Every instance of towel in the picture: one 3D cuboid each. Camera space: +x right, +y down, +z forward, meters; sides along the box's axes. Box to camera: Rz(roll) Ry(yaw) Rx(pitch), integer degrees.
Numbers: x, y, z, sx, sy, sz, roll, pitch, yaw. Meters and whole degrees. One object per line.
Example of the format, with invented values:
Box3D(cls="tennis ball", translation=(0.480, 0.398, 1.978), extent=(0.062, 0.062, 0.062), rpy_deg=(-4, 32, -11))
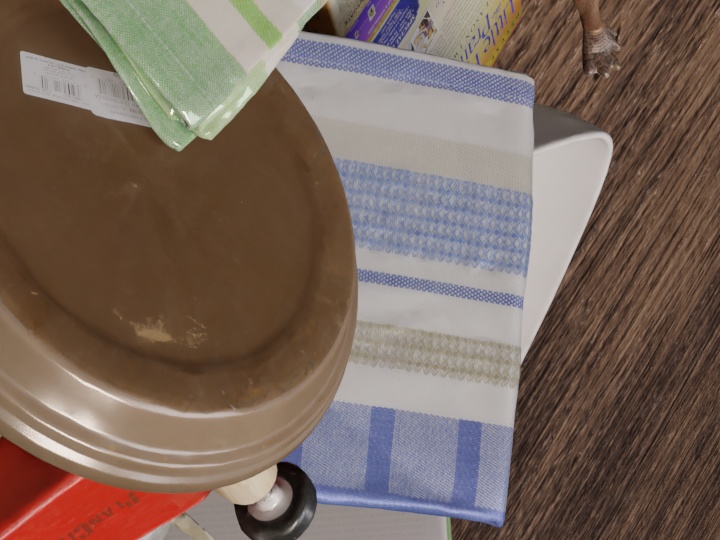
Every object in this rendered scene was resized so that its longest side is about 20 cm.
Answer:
Box3D(cls="towel", translation=(-0.047, -0.158, 0.789), extent=(0.153, 0.023, 0.200), rpy_deg=(52, 55, -19))
Box3D(cls="towel", translation=(0.000, 0.000, 0.968), extent=(0.024, 0.146, 0.201), rpy_deg=(150, -54, -69))

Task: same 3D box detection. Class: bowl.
Box3D(cls="bowl", translation=(0.012, 0.007, 1.108), extent=(0.200, 0.075, 0.200), rpy_deg=(-23, 143, -43))

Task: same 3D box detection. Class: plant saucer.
Box3D(cls="plant saucer", translation=(-0.077, -0.024, 0.762), extent=(0.029, 0.200, 0.200), rpy_deg=(-37, -177, 43))

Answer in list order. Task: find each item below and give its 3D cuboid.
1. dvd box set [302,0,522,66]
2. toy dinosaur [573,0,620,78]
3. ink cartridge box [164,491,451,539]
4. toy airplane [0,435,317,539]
Box3D(cls="dvd box set", translation=(0.025, -0.130, 1.103), extent=(0.147, 0.029, 0.200), rpy_deg=(-58, 158, -20))
Box3D(cls="toy dinosaur", translation=(0.086, -0.176, 0.980), extent=(0.136, 0.085, 0.201), rpy_deg=(95, 7, -63))
Box3D(cls="ink cartridge box", translation=(-0.032, 0.144, 0.969), extent=(0.048, 0.145, 0.201), rpy_deg=(82, 5, -57))
Box3D(cls="toy airplane", translation=(-0.128, 0.072, 0.840), extent=(0.198, 0.141, 0.200), rpy_deg=(0, 131, -29))
